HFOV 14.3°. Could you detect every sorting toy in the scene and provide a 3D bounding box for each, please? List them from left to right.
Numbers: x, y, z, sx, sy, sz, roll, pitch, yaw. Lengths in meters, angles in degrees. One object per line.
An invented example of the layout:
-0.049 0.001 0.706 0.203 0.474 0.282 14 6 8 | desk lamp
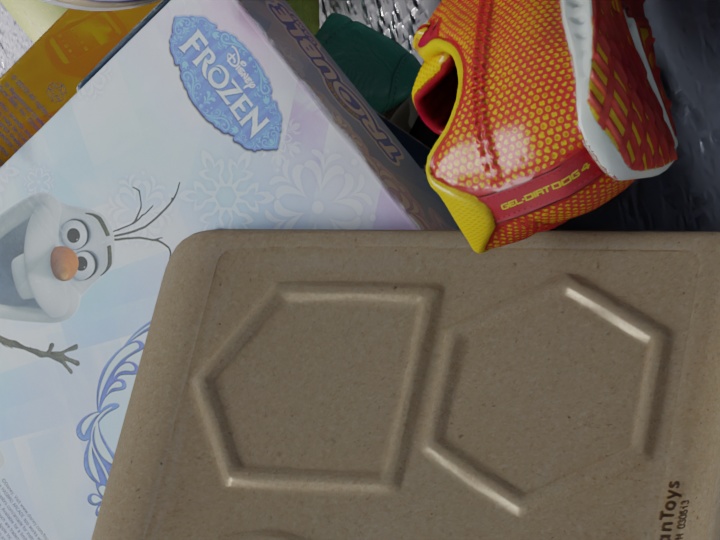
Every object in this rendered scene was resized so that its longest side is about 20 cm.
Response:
0.014 0.072 0.788 0.036 0.200 0.185 52 -137 -50 | sorting toy

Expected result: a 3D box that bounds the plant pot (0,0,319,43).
-0.096 -0.164 1.158 0.187 0.187 0.200 4 116 68 | plant pot

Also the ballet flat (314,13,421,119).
-0.063 -0.027 1.080 0.070 0.200 0.067 49 169 12 | ballet flat

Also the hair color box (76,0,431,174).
0.000 0.000 0.955 0.200 0.061 0.100 36 156 17 | hair color box

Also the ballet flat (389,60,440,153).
0.036 -0.044 0.993 0.200 0.073 0.073 122 134 -63 | ballet flat

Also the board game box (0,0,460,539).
-0.047 0.043 0.895 0.199 0.043 0.200 -42 79 21 | board game box

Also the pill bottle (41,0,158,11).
-0.055 -0.154 0.849 0.200 0.119 0.120 161 99 -67 | pill bottle

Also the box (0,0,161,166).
-0.055 -0.109 1.037 0.041 0.200 0.119 45 -165 1 | box

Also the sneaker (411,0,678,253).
0.048 -0.081 0.851 0.073 0.077 0.200 57 -157 -24 | sneaker

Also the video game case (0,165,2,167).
-0.140 0.050 1.019 0.200 0.024 0.182 11 110 42 | video game case
